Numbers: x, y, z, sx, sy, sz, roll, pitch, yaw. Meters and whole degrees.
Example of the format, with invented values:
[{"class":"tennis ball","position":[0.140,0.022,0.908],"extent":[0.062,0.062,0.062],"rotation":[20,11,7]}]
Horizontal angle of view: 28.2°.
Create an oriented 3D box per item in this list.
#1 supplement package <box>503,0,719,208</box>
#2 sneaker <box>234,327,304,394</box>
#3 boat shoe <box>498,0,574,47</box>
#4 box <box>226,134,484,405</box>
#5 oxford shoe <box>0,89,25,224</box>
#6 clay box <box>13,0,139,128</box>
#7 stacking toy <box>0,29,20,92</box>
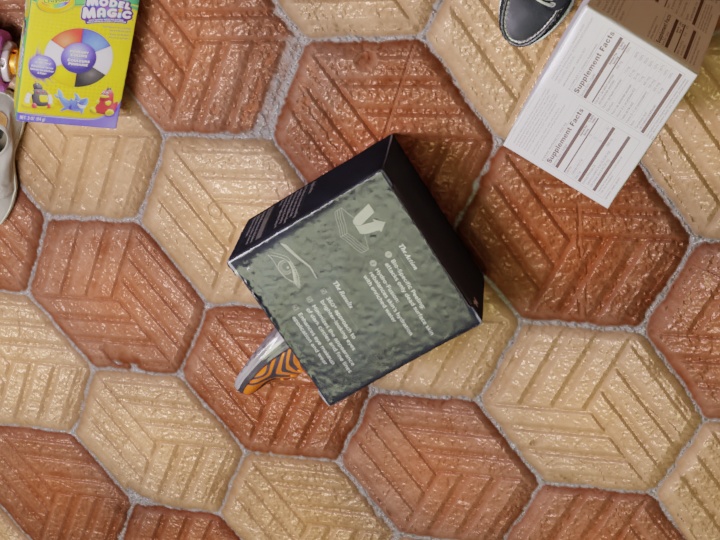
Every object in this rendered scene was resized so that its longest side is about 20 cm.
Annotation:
[{"class":"supplement package","position":[0.229,-0.185,1.269],"extent":[0.110,0.201,0.157],"rotation":[31,129,2]},{"class":"sneaker","position":[-0.061,0.110,1.675],"extent":[0.112,0.078,0.200],"rotation":[43,128,-6]},{"class":"boat shoe","position":[0.176,-0.283,1.318],"extent":[0.075,0.060,0.201],"rotation":[28,128,5]},{"class":"box","position":[0.000,0.000,1.519],"extent":[0.198,0.118,0.198],"rotation":[-29,108,18]},{"class":"oxford shoe","position":[-0.445,-0.125,1.708],"extent":[0.074,0.058,0.201],"rotation":[26,130,3]},{"class":"clay box","position":[-0.304,-0.249,1.535],"extent":[0.113,0.048,0.202],"rotation":[2,132,-19]},{"class":"stacking toy","position":[-0.426,-0.241,1.609],"extent":[0.197,0.117,0.111],"rotation":[7,131,3]}]
